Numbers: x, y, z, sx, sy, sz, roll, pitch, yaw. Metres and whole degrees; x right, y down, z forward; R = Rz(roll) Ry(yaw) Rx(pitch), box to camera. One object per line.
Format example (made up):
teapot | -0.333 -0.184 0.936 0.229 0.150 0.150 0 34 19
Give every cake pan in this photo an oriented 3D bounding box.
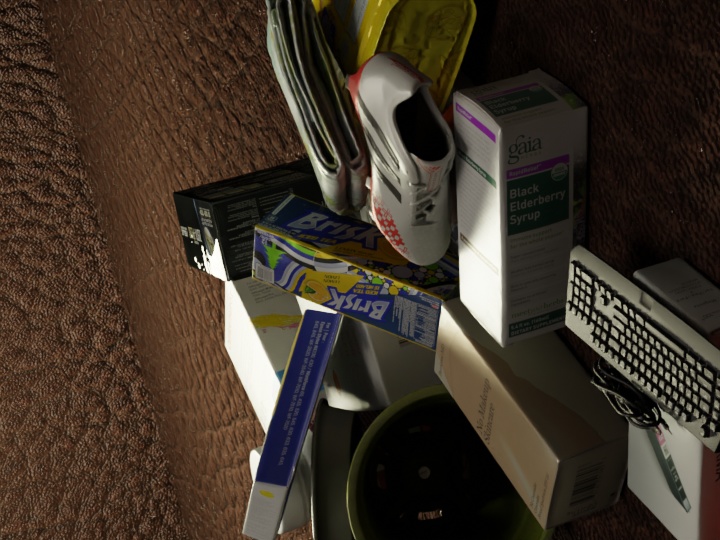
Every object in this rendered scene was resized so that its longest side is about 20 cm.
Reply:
cake pan | -0.018 0.227 1.457 0.200 0.036 0.203 -3 -90 -85

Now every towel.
towel | -0.039 -0.144 1.299 0.200 0.048 0.173 87 165 -83

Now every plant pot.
plant pot | 0.074 0.205 1.430 0.190 0.198 0.202 172 81 -83

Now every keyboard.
keyboard | 0.191 0.066 1.034 0.200 0.039 0.105 -134 33 -56

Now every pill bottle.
pill bottle | -0.013 0.212 1.623 0.114 0.198 0.115 163 90 -71

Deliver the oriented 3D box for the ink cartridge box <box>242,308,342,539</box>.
ink cartridge box | -0.069 0.146 1.474 0.201 0.046 0.199 104 -178 -58

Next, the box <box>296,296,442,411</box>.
box | 0.022 0.059 1.536 0.200 0.105 0.154 162 91 -71

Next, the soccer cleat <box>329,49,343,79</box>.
soccer cleat | -0.024 -0.204 1.515 0.078 0.069 0.201 55 162 30

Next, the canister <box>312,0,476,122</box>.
canister | 0.016 -0.240 1.282 0.201 0.086 0.149 -115 32 -41

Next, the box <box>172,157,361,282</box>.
box | -0.083 -0.062 1.587 0.164 0.198 0.087 -165 61 -67

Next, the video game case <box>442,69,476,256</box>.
video game case | 0.087 -0.097 1.347 0.200 0.022 0.184 -125 26 -43

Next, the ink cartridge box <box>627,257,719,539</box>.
ink cartridge box | 0.252 0.119 1.030 0.174 0.043 0.202 -130 30 -53

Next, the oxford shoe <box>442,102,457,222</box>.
oxford shoe | 0.080 -0.089 1.275 0.073 0.071 0.200 40 152 -2

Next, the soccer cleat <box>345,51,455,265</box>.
soccer cleat | 0.045 -0.081 1.182 0.085 0.068 0.202 29 144 47

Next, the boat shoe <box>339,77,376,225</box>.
boat shoe | 0.027 -0.092 1.403 0.069 0.070 0.202 -15 89 46

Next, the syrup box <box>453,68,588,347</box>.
syrup box | 0.128 -0.050 1.180 0.082 0.078 0.202 -130 30 -51

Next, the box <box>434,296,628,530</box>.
box | 0.145 0.111 1.267 0.200 0.077 0.096 54 152 42

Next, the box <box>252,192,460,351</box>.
box | 0.000 0.000 1.371 0.198 0.070 0.065 22 129 18

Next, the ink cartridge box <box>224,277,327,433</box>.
ink cartridge box | -0.062 0.097 1.751 0.148 0.143 0.201 99 149 -51
